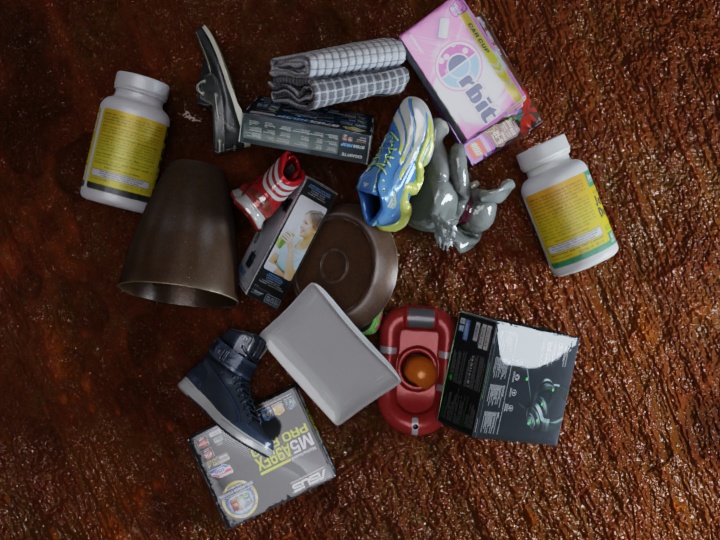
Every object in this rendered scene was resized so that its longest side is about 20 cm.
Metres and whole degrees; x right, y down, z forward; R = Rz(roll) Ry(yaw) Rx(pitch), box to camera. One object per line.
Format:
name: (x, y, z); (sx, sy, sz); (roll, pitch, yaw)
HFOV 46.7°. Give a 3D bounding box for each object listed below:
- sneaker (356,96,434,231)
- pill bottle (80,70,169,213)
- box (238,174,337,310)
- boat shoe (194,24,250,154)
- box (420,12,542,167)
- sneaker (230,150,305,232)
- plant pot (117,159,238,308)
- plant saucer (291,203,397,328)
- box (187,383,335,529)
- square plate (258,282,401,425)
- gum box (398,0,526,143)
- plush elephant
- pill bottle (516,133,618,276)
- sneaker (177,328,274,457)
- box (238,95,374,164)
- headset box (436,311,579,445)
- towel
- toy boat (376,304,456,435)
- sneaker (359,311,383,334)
sneaker: (0.049, -0.152, 1.219); (0.075, 0.104, 0.205); (17, 107, 30)
pill bottle: (-0.362, -0.200, 1.306); (0.110, 0.112, 0.205); (14, 92, -1)
box: (-0.119, -0.054, 1.302); (0.059, 0.117, 0.203); (27, 95, -22)
boat shoe: (-0.232, -0.288, 1.325); (0.066, 0.072, 0.204); (-16, 94, -4)
box: (0.186, -0.290, 1.346); (0.135, 0.039, 0.202); (-31, 92, 1)
sneaker: (-0.133, -0.121, 1.271); (0.115, 0.200, 0.079); (-39, 106, -2)
plant pot: (-0.266, -0.060, 1.291); (0.182, 0.187, 0.205); (7, 78, -1)
plant saucer: (-0.035, -0.006, 1.307); (0.196, 0.034, 0.205); (-5, 81, 28)
box: (-0.159, 0.301, 1.355); (0.197, 0.044, 0.163); (-25, 91, 0)
square plate: (-0.049, 0.132, 1.308); (0.201, 0.198, 0.028); (48, 46, -1)
gum box: (0.158, -0.306, 1.292); (0.112, 0.066, 0.202); (-34, 91, 3)
plush elephant: (0.150, -0.115, 1.305); (0.152, 0.165, 0.203); (3, 52, -38)
pill bottle: (0.321, -0.104, 1.317); (0.111, 0.113, 0.204); (-22, 91, 0)
sneaker: (-0.178, 0.182, 1.307); (0.201, 0.077, 0.147); (36, 81, 26)
box: (-0.077, -0.220, 1.284); (0.195, 0.160, 0.047); (9, 111, -2)
headset box: (0.237, 0.169, 1.297); (0.197, 0.092, 0.178); (11, 92, -32)
towel: (-0.039, -0.291, 1.252); (0.162, 0.199, 0.088); (-16, 107, -22)
toy boat: (0.091, 0.159, 1.311); (0.127, 0.131, 0.205); (3, 91, 0)
sneaker: (0.000, 0.000, 1.335); (0.082, 0.077, 0.205); (4, 89, -1)
